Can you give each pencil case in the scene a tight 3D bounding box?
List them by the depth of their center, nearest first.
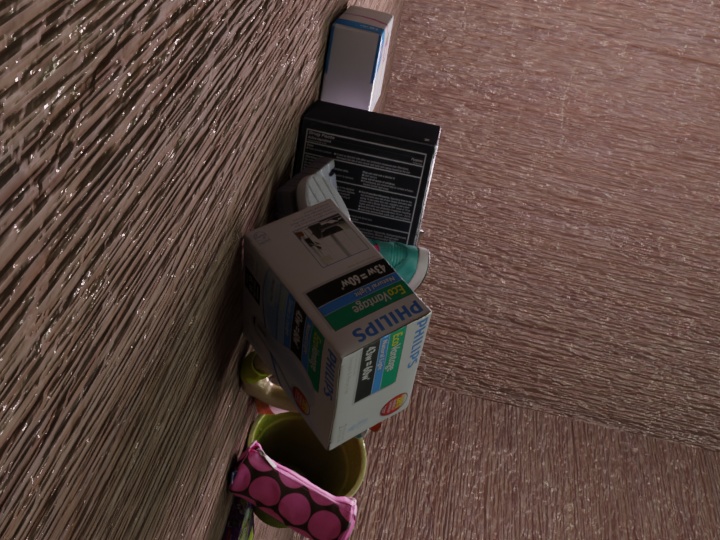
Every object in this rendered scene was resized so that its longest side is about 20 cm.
[{"bbox_3d":[-0.097,0.333,1.271,0.094,0.199,0.091,-61,180,23],"label":"pencil case"}]

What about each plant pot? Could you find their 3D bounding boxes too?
[{"bbox_3d":[-0.112,0.345,1.445,0.190,0.199,0.201,117,-10,-49],"label":"plant pot"}]

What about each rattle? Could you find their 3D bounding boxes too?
[{"bbox_3d":[-0.056,0.132,1.176,0.143,0.199,0.131,-75,176,-52],"label":"rattle"}]

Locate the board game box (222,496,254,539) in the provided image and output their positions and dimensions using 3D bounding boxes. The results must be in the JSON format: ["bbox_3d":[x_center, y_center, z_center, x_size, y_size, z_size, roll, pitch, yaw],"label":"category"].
[{"bbox_3d":[-0.203,0.452,1.414,0.201,0.032,0.121,98,1,-52],"label":"board game box"}]

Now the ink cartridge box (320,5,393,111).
[{"bbox_3d":[-0.004,-0.342,1.406,0.200,0.084,0.145,-76,177,-64],"label":"ink cartridge box"}]

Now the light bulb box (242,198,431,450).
[{"bbox_3d":[-0.036,0.064,1.004,0.124,0.200,0.199,-25,147,-26],"label":"light bulb box"}]

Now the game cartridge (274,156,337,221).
[{"bbox_3d":[-0.068,-0.042,1.194,0.130,0.038,0.201,-41,134,-48],"label":"game cartridge"}]

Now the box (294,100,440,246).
[{"bbox_3d":[0.004,-0.130,1.286,0.123,0.199,0.200,-72,174,-64],"label":"box"}]

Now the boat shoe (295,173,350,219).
[{"bbox_3d":[-0.047,-0.026,1.129,0.072,0.071,0.201,-31,106,-42],"label":"boat shoe"}]

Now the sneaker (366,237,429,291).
[{"bbox_3d":[0.005,0.019,1.238,0.200,0.120,0.084,126,-25,-48],"label":"sneaker"}]

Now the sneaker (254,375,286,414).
[{"bbox_3d":[-0.122,0.181,1.374,0.200,0.084,0.073,-31,104,-79],"label":"sneaker"}]

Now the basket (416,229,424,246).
[{"bbox_3d":[0.000,0.000,1.468,0.136,0.180,0.201,17,95,-46],"label":"basket"}]
